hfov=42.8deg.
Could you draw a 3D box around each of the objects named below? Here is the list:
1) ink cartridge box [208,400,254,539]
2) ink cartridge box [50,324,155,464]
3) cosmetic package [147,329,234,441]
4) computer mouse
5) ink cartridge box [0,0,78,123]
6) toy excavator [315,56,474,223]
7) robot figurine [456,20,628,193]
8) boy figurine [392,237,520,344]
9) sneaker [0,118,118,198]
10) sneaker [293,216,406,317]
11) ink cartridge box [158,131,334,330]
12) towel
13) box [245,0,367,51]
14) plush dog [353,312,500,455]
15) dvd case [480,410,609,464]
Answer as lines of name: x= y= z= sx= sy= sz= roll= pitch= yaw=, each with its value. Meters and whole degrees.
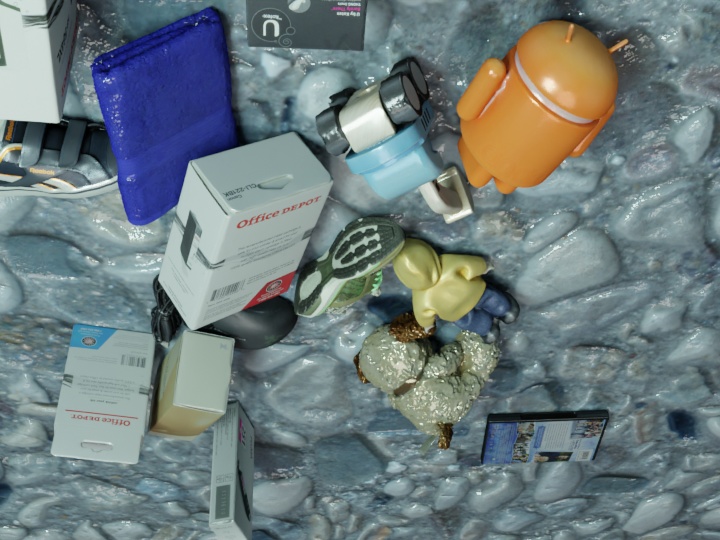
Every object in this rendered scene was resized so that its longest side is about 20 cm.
ink cartridge box: x=-0.186 y=0.335 z=1.422 sx=0.043 sy=0.202 sz=0.175 roll=-10 pitch=140 yaw=7
ink cartridge box: x=-0.343 y=0.178 z=1.228 sx=0.114 sy=0.202 sz=0.067 roll=9 pitch=139 yaw=-14
cosmetic package: x=-0.233 y=0.160 z=1.247 sx=0.070 sy=0.107 sz=0.200 roll=12 pitch=155 yaw=-18
computer mouse: x=-0.182 y=0.070 z=1.226 sx=0.197 sy=0.053 sz=0.139 roll=7 pitch=138 yaw=-12
ink cartridge box: x=-0.291 y=-0.248 z=0.772 sx=0.083 sy=0.147 sz=0.201 roll=3 pitch=141 yaw=-10
toy excavator: x=0.054 y=-0.115 z=0.973 sx=0.099 sy=0.195 sz=0.202 roll=-21 pitch=109 yaw=21
robot figurine: x=0.179 y=-0.165 z=0.924 sx=0.143 sy=0.117 sz=0.200 roll=37 pitch=132 yaw=-3
boy figurine: x=0.111 y=0.027 z=1.177 sx=0.199 sy=0.065 sz=0.125 roll=29 pitch=111 yaw=-30
sneaker: x=-0.329 y=-0.125 z=0.967 sx=0.197 sy=0.079 sz=0.080 roll=-6 pitch=143 yaw=3
sneaker: x=0.000 y=0.000 z=1.152 sx=0.088 sy=0.078 sz=0.199 roll=16 pitch=144 yaw=-36
ink cartridge box: x=-0.130 y=-0.044 z=1.022 sx=0.143 sy=0.084 sz=0.201 roll=-23 pitch=154 yaw=-37
towel: x=-0.194 y=-0.154 z=0.928 sx=0.147 sy=0.049 sz=0.201 roll=-36 pitch=149 yaw=-27
box: x=-0.043 y=-0.297 z=0.747 sx=0.104 sy=0.123 sz=0.201 roll=1 pitch=139 yaw=-5
plush dog: x=0.073 y=0.146 z=1.278 sx=0.171 sy=0.161 sz=0.200 roll=39 pitch=129 yaw=-10
dvd case: x=0.304 y=0.279 z=1.528 sx=0.197 sy=0.018 sz=0.144 roll=-2 pitch=139 yaw=0
